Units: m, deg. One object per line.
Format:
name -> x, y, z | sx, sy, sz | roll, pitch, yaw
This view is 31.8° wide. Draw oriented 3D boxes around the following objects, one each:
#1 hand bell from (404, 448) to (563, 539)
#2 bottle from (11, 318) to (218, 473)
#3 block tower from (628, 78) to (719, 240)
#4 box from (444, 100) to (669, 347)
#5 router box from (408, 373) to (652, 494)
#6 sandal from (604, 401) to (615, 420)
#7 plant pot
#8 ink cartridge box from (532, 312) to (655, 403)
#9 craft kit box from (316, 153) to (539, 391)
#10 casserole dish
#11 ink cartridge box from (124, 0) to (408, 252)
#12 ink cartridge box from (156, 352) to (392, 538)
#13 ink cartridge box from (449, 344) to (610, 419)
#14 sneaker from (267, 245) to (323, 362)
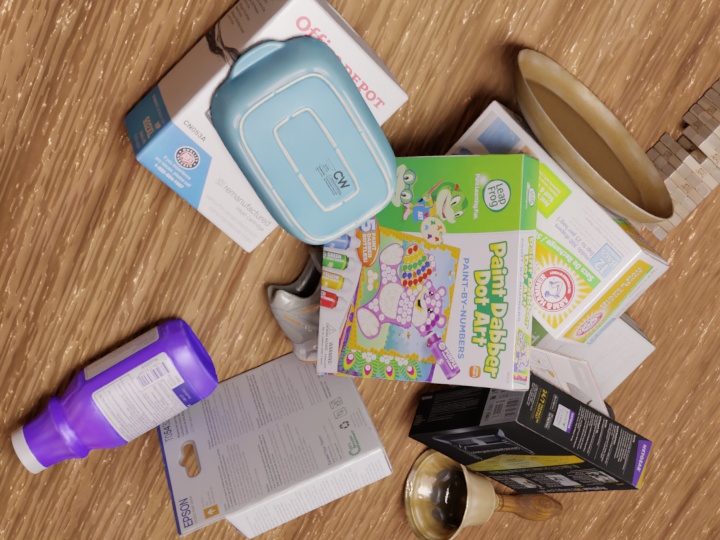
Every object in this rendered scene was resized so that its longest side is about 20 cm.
hand bell -> 0.157, 0.261, 1.416 | 0.198, 0.104, 0.105 | 13, 116, -37
bottle -> -0.237, 0.126, 1.210 | 0.199, 0.065, 0.084 | -30, 123, 2
block tower -> 0.337, -0.119, 1.253 | 0.054, 0.058, 0.200 | 36, 105, -30
box -> 0.165, -0.039, 1.146 | 0.113, 0.200, 0.101 | -48, 155, 14
router box -> 0.165, 0.168, 1.258 | 0.156, 0.199, 0.053 | 30, 67, -21
sandal -> 0.193, 0.172, 1.383 | 0.198, 0.048, 0.076 | 6, 118, -20
plant pot -> 0.203, -0.115, 1.131 | 0.199, 0.201, 0.027 | 30, 120, -30
ink cartridge box -> 0.203, 0.055, 1.311 | 0.199, 0.059, 0.104 | 35, 106, -31
craft kit box -> 0.058, 0.000, 1.118 | 0.048, 0.195, 0.203 | 9, 83, -63
casserole dish -> -0.040, -0.099, 1.055 | 0.120, 0.039, 0.201 | -31, 127, 2
ink cartridge box -> -0.081, -0.140, 1.090 | 0.200, 0.084, 0.145 | -43, 123, 9
ink cartridge box -> -0.088, 0.163, 1.200 | 0.198, 0.197, 0.044 | -24, 122, -2
ink cartridge box -> 0.154, 0.088, 1.210 | 0.045, 0.174, 0.200 | -69, 154, -20
sneaker -> 0.000, 0.000, 1.210 | 0.199, 0.076, 0.092 | -37, 112, -1
